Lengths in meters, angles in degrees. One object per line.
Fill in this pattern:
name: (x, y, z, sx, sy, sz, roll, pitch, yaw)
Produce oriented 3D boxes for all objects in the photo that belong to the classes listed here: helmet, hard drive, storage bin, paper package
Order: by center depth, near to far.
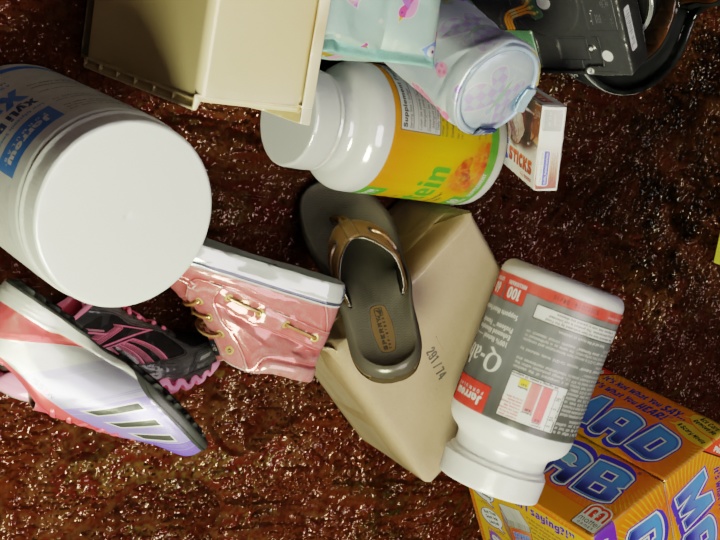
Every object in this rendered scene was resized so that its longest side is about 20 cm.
storage bin: (-0.111, -0.224, 0.913, 0.094, 0.199, 0.200, -1, 107, -38)
hard drive: (0.137, -0.236, 1.097, 0.038, 0.200, 0.140, -47, 130, -36)
helmet: (0.234, -0.267, 1.166, 0.200, 0.191, 0.200, 7, 71, -22)
paper package: (0.053, 0.061, 1.207, 0.191, 0.103, 0.200, -44, 127, -16)

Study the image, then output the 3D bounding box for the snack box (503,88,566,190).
snack box: (0.139, -0.130, 1.143, 0.024, 0.200, 0.072, 0, 108, -9)

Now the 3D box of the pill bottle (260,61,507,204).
pill bottle: (0.019, -0.119, 1.108, 0.200, 0.111, 0.111, 4, 104, -38)

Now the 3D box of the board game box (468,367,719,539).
board game box: (0.261, 0.257, 1.373, 0.200, 0.200, 0.200, -32, 124, -24)

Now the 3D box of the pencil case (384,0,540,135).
pencil case: (0.058, -0.194, 1.049, 0.091, 0.200, 0.083, -9, 132, -38)

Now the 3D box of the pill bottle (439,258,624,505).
pill bottle: (0.149, 0.100, 1.152, 0.116, 0.116, 0.200, 18, 94, -40)

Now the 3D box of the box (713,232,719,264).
box: (0.493, -0.059, 1.532, 0.200, 0.048, 0.117, -3, 109, -39)

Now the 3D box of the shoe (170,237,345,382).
shoe: (-0.118, 0.026, 1.045, 0.200, 0.071, 0.091, 17, 95, -11)

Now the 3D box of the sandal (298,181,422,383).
sandal: (0.000, 0.000, 1.093, 0.082, 0.200, 0.055, -14, 152, -2)

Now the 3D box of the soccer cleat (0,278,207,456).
soccer cleat: (-0.204, 0.089, 0.967, 0.200, 0.068, 0.073, 40, 82, -22)

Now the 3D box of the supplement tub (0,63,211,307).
supplement tub: (-0.206, -0.065, 0.899, 0.132, 0.200, 0.132, -14, 114, -33)

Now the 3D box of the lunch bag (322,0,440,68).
lunch bag: (-0.017, -0.247, 0.981, 0.122, 0.200, 0.170, 4, 102, -23)

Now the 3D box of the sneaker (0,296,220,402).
sneaker: (-0.199, 0.051, 1.039, 0.200, 0.079, 0.095, -1, 96, -38)
